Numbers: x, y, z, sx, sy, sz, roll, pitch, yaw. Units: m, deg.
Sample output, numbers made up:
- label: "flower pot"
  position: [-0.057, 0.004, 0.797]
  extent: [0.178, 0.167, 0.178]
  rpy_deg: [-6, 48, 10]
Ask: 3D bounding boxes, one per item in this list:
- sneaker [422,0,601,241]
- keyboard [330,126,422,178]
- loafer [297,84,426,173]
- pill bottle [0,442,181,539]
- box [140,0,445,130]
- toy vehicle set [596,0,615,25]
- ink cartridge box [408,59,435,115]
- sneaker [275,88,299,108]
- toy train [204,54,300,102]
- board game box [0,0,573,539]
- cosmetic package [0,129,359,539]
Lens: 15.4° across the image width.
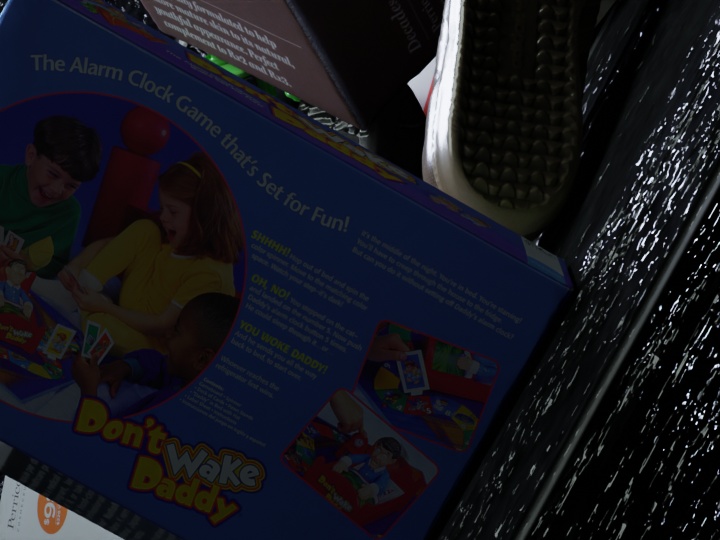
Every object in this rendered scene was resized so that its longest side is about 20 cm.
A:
- label: "sneaker"
  position: [0.054, -0.097, 0.967]
  extent: [0.076, 0.070, 0.201]
  rpy_deg: [124, 162, -65]
- label: "keyboard"
  position: [-0.039, 0.020, 1.125]
  extent: [0.200, 0.021, 0.128]
  rpy_deg: [-40, 48, 36]
- label: "loafer"
  position: [0.000, 0.000, 1.184]
  extent: [0.073, 0.071, 0.201]
  rpy_deg: [-8, 57, 42]
- label: "pill bottle"
  position: [-0.080, 0.035, 0.984]
  extent: [0.120, 0.199, 0.120]
  rpy_deg: [-60, 7, 12]
- label: "box"
  position: [-0.013, -0.206, 1.176]
  extent: [0.200, 0.165, 0.166]
  rpy_deg: [-46, 43, -14]
- label: "toy vehicle set"
  position: [0.108, -0.196, 1.015]
  extent: [0.200, 0.026, 0.125]
  rpy_deg: [126, 142, -54]
- label: "ink cartridge box"
  position: [0.018, -0.072, 1.374]
  extent: [0.201, 0.050, 0.161]
  rpy_deg: [-60, 6, 30]
- label: "sneaker"
  position: [-0.059, -0.066, 1.310]
  extent: [0.079, 0.079, 0.200]
  rpy_deg: [3, 33, 44]
- label: "toy train"
  position: [-0.013, -0.101, 1.258]
  extent: [0.199, 0.042, 0.056]
  rpy_deg: [-23, 20, -22]
- label: "board game box"
  position: [-0.050, 0.010, 0.857]
  extent: [0.135, 0.199, 0.045]
  rpy_deg: [-60, 6, 10]
- label: "cosmetic package"
  position: [-0.080, 0.033, 1.119]
  extent: [0.150, 0.051, 0.202]
  rpy_deg: [8, 88, 53]
